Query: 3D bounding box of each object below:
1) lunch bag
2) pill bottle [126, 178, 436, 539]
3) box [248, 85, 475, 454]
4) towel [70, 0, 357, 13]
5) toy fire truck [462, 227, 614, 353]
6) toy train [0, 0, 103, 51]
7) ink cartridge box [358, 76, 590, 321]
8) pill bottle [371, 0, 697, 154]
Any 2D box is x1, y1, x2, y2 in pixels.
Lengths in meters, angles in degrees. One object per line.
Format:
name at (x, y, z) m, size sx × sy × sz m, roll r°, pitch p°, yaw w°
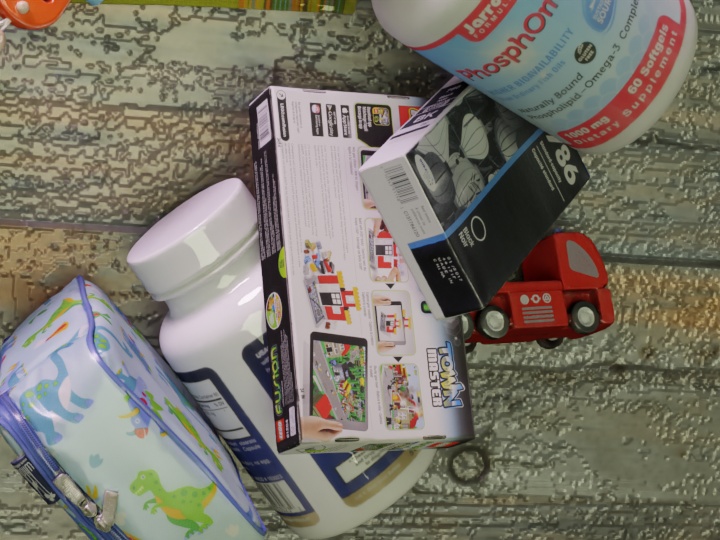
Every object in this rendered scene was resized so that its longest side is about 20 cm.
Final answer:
lunch bag at (-0.130, 0.096, 0.970) m, size 0.082 × 0.200 × 0.161 m, roll -41°, pitch 107°, yaw -1°
pill bottle at (-0.048, 0.050, 1.025) m, size 0.111 × 0.111 × 0.201 m, roll -35°, pitch 107°, yaw -4°
box at (0.000, 0.000, 0.972) m, size 0.109 × 0.035 × 0.201 m, roll 2°, pitch 75°, yaw -27°
towel at (-0.093, -0.195, 1.004) m, size 0.199 × 0.018 × 0.087 m, roll -1°, pitch 103°, yaw -18°
toy fire truck at (0.056, -0.022, 1.055) m, size 0.199 × 0.049 × 0.142 m, roll -3°, pitch 77°, yaw -27°
toy train at (-0.239, -0.171, 0.923) m, size 0.199 × 0.056 × 0.151 m, roll 31°, pitch 80°, yaw -27°
ink cartridge box at (0.077, -0.064, 1.001) m, size 0.039 × 0.200 × 0.100 m, roll -17°, pitch 110°, yaw 37°
pill bottle at (0.077, -0.151, 0.931) m, size 0.199 × 0.109 × 0.109 m, roll 27°, pitch 95°, yaw -28°
